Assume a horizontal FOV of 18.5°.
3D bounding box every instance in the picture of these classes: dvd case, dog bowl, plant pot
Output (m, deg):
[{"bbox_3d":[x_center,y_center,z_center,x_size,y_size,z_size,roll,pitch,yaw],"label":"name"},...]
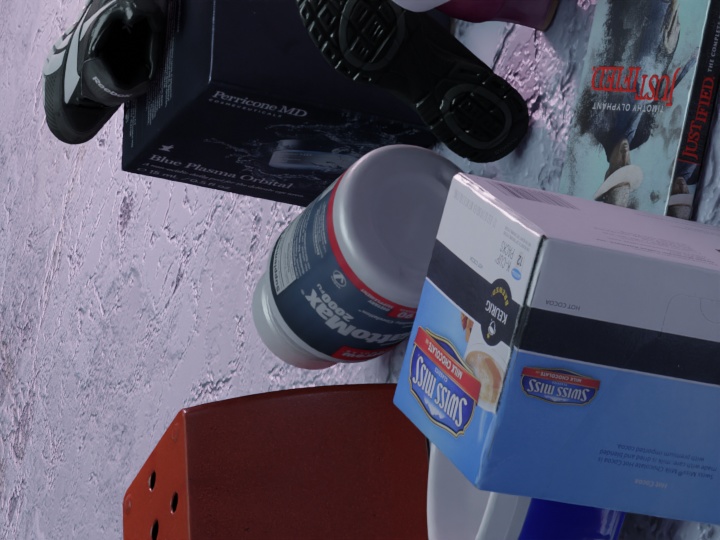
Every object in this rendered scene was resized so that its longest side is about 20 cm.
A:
[{"bbox_3d":[0.176,-0.118,1.353,0.146,0.022,0.200,-163,84,-68],"label":"dvd case"},{"bbox_3d":[0.101,0.091,1.308,0.200,0.079,0.200,-170,90,-81],"label":"dog bowl"},{"bbox_3d":[-0.068,0.200,1.592,0.200,0.176,0.200,125,147,-46],"label":"plant pot"}]

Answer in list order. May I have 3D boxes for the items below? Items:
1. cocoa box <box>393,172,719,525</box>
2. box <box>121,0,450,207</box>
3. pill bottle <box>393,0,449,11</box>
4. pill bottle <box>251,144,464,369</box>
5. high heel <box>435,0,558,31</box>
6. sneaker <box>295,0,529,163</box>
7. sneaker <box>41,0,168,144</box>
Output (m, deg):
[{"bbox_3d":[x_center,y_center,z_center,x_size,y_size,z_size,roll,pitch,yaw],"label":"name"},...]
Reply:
[{"bbox_3d":[0.140,0.044,1.128,0.133,0.200,0.131,-137,60,-66],"label":"cocoa box"},{"bbox_3d":[-0.060,-0.141,1.703,0.200,0.196,0.118,144,132,-59],"label":"box"},{"bbox_3d":[0.097,-0.244,1.394,0.200,0.116,0.117,-24,54,35],"label":"pill bottle"},{"bbox_3d":[0.000,0.000,1.595,0.200,0.119,0.120,140,136,-58],"label":"pill bottle"},{"bbox_3d":[0.105,-0.264,1.492,0.067,0.096,0.200,-129,53,-62],"label":"high heel"},{"bbox_3d":[0.026,-0.152,1.521,0.076,0.200,0.091,-45,19,7],"label":"sneaker"},{"bbox_3d":[-0.196,-0.155,1.687,0.200,0.066,0.091,-57,30,40],"label":"sneaker"}]
